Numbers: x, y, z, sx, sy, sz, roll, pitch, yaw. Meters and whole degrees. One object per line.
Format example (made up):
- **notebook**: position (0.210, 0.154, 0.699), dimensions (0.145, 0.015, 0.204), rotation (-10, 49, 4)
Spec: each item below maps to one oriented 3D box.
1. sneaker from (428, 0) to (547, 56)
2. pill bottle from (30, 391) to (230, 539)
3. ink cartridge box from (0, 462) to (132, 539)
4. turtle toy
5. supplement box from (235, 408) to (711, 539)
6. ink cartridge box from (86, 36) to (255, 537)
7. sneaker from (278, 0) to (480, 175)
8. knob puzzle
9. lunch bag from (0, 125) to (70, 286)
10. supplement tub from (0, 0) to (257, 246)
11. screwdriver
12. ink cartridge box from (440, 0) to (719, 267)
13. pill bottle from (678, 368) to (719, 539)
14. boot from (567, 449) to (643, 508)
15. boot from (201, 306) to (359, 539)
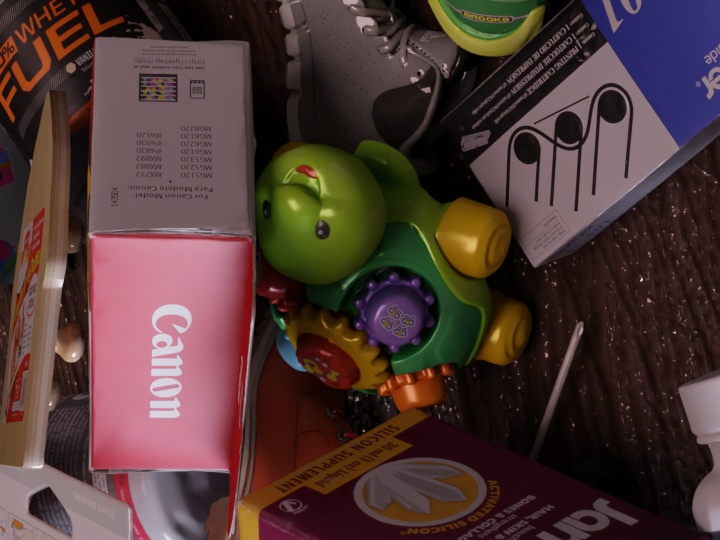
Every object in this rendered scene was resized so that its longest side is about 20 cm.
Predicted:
- **sneaker**: position (0.039, -0.207, 1.055), dimensions (0.201, 0.074, 0.084), rotation (54, 150, 9)
- **pill bottle**: position (-0.162, 0.129, 1.271), dimensions (0.199, 0.110, 0.112), rotation (-10, 94, 39)
- **ink cartridge box**: position (-0.158, 0.193, 1.160), dimensions (0.199, 0.043, 0.175), rotation (14, 104, 55)
- **turtle toy**: position (0.000, 0.000, 1.076), dimensions (0.145, 0.101, 0.201), rotation (20, 149, 28)
- **supplement box**: position (0.052, 0.162, 0.995), dimensions (0.199, 0.130, 0.104), rotation (20, 122, 40)
- **ink cartridge box**: position (-0.099, 0.013, 1.060), dimensions (0.201, 0.083, 0.177), rotation (98, 170, -49)
- **sneaker**: position (0.013, -0.143, 1.108), dimensions (0.115, 0.075, 0.202), rotation (3, 112, 33)
- **knob puzzle**: position (-0.163, 0.005, 1.098), dimensions (0.220, 0.030, 0.222), rotation (-174, 90, -77)
- **lunch bag**: position (-0.288, -0.060, 1.273), dimensions (0.121, 0.199, 0.172), rotation (-1, 98, 38)
- **supplement tub**: position (-0.160, -0.118, 1.209), dimensions (0.201, 0.122, 0.123), rotation (52, 126, 17)
- **screwdriver**: position (0.087, 0.116, 1.120), dimensions (0.028, 0.029, 0.201), rotation (31, 123, 29)
- **ink cartridge box**: position (0.137, -0.096, 1.028), dimensions (0.200, 0.044, 0.094), rotation (-42, 75, 36)
- **pill bottle**: position (0.222, 0.135, 0.968), dimensions (0.111, 0.111, 0.202), rotation (-23, 86, 39)
- **boot**: position (0.141, 0.212, 1.075), dimensions (0.162, 0.073, 0.199), rotation (42, 129, 27)
- **boot**: position (-0.018, 0.104, 1.152), dimensions (0.106, 0.075, 0.202), rotation (0, 68, 25)
